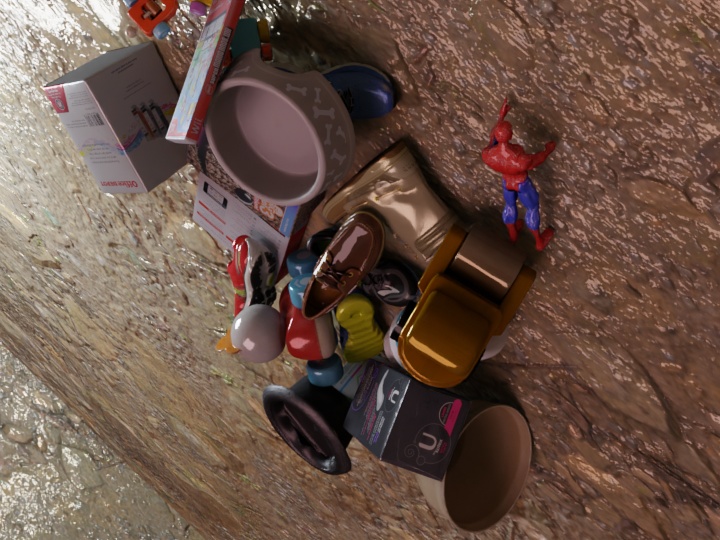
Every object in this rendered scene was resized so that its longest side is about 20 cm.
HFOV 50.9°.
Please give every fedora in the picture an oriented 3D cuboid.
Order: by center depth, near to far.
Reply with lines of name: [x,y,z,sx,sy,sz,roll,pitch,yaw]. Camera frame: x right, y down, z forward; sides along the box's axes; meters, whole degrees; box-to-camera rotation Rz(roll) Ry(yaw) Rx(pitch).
fedora: [-0.073,0.251,1.293,0.200,0.092,0.202,28,142,24]

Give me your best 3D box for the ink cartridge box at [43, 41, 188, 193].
ink cartridge box: [-0.385,-0.246,1.249,0.144,0.145,0.201,6,129,41]

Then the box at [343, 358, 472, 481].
box: [0.064,0.216,1.128,0.105,0.123,0.200,23,176,-15]

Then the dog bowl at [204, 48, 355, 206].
dog bowl: [-0.106,-0.167,0.933,0.198,0.059,0.201,20,138,19]

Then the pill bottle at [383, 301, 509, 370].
pill bottle: [0.116,0.092,1.112,0.111,0.111,0.200,51,145,-8]

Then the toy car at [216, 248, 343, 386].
toy car: [-0.143,0.089,1.253,0.198,0.177,0.186,-11,119,-2]

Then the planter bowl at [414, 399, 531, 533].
planter bowl: [0.159,0.294,1.211,0.134,0.200,0.201,14,136,51]

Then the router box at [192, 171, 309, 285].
router box: [-0.191,-0.094,1.288,0.200,0.049,0.180,39,144,8]

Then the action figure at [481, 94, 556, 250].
action figure: [0.191,-0.120,0.880,0.065,0.100,0.200,16,158,30]

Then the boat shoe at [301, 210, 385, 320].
boat shoe: [-0.028,0.001,1.065,0.072,0.068,0.201,35,131,1]

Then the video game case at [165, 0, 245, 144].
video game case: [-0.190,-0.254,0.934,0.017,0.202,0.143,18,-178,-25]

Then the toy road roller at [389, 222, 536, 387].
toy road roller: [0.123,0.049,0.928,0.122,0.146,0.201,30,98,4]

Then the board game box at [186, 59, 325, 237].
board game box: [-0.141,-0.174,1.095,0.199,0.097,0.160,36,149,5]

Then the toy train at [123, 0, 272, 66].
toy train: [-0.213,-0.324,1.027,0.200,0.150,0.056,43,-179,-4]

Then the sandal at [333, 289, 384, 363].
sandal: [-0.007,0.082,1.272,0.201,0.079,0.088,84,166,-51]

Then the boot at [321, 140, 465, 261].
boot: [0.042,-0.074,1.059,0.156,0.073,0.200,49,140,-7]

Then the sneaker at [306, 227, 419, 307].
sneaker: [0.000,0.000,1.152,0.199,0.083,0.071,30,109,20]

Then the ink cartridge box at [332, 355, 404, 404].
ink cartridge box: [0.052,0.223,1.310,0.199,0.104,0.060,24,141,26]

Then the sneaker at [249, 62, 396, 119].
sneaker: [-0.052,-0.214,0.970,0.198,0.090,0.079,3,131,14]

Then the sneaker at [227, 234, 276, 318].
sneaker: [-0.194,0.016,1.309,0.085,0.077,0.201,41,140,23]
